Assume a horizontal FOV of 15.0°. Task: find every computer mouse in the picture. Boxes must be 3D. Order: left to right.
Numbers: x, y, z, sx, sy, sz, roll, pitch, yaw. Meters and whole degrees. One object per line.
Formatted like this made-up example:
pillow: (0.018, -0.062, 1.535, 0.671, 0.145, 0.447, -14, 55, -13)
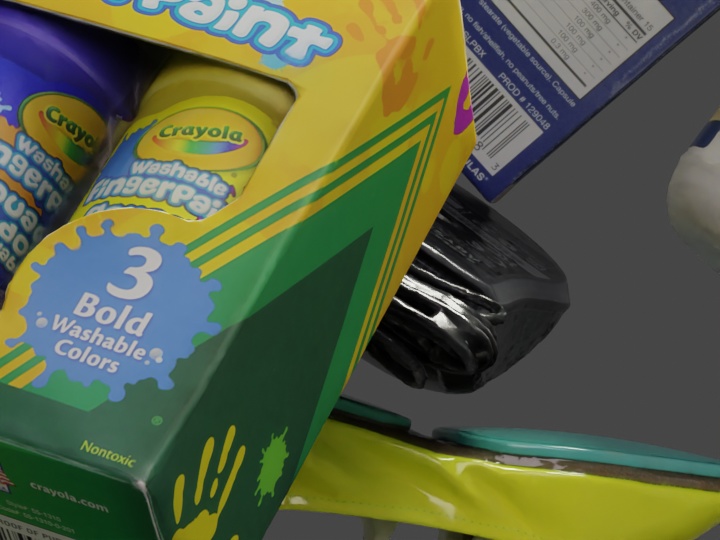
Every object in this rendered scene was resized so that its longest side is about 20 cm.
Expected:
computer mouse: (0.000, 0.000, 0.809, 0.138, 0.200, 0.053, 37, 101, 17)

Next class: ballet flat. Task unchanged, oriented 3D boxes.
ballet flat: (0.016, 0.070, 0.818, 0.199, 0.067, 0.068, 13, 90, -13)

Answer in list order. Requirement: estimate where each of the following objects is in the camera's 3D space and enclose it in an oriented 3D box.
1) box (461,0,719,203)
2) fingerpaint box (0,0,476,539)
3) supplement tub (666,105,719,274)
box: (0.073, -0.127, 0.853, 0.121, 0.200, 0.032, 48, 30, -3)
fingerpaint box: (-0.095, -0.021, 0.664, 0.199, 0.074, 0.167, 16, 55, 20)
supplement tub: (0.201, -0.057, 0.815, 0.144, 0.144, 0.200, 37, 90, 19)
